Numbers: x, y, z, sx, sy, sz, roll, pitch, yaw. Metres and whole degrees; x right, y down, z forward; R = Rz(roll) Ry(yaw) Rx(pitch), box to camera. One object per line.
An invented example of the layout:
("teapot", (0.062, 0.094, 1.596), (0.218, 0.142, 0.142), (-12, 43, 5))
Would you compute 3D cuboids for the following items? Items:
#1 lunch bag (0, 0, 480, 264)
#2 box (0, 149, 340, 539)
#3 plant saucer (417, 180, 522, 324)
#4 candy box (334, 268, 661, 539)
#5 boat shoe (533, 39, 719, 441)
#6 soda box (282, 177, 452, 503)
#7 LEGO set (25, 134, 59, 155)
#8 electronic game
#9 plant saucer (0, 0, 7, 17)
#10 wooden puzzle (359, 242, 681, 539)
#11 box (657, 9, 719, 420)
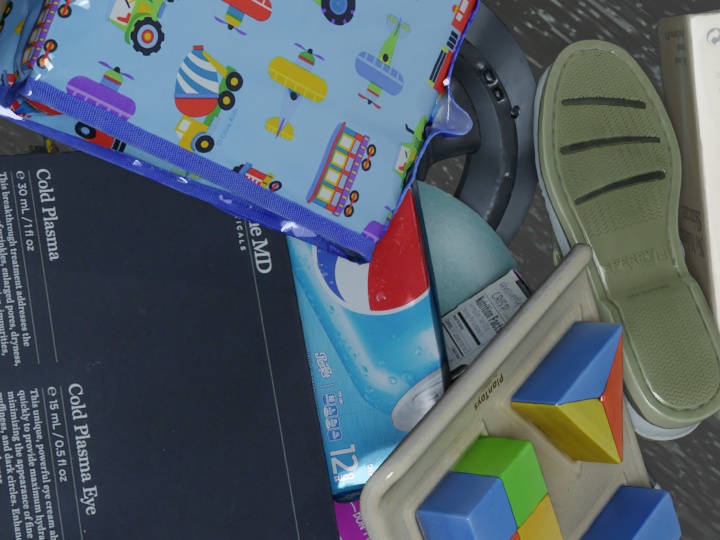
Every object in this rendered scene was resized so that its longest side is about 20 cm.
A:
("lunch bag", (-0.035, -0.101, 0.806), (0.199, 0.094, 0.151), (23, 83, -24))
("box", (-0.121, 0.056, 0.842), (0.181, 0.104, 0.201), (-4, 75, -21))
("plant saucer", (-0.004, 0.051, 0.982), (0.200, 0.039, 0.202), (-5, 113, -11))
("candy box", (0.033, 0.112, 0.961), (0.199, 0.061, 0.137), (-33, 116, 2))
("boat shoe", (0.124, -0.013, 0.967), (0.074, 0.068, 0.201), (-6, 72, -14))
("soda box", (0.000, 0.000, 0.884), (0.064, 0.068, 0.201), (-11, 79, 5))
("LEGO set", (-0.176, 0.017, 0.952), (0.115, 0.154, 0.201), (-3, 84, 27))
("electronic game", (-0.004, -0.058, 0.980), (0.199, 0.042, 0.201), (-5, 115, -11))
("plant saucer", (-0.093, -0.175, 0.839), (0.199, 0.029, 0.201), (-1, 92, -15))
("wooden puzzle", (0.085, 0.117, 0.858), (0.046, 0.185, 0.201), (6, 126, 35))
("box", (0.202, -0.032, 0.981), (0.077, 0.095, 0.201), (-6, 94, 0))
